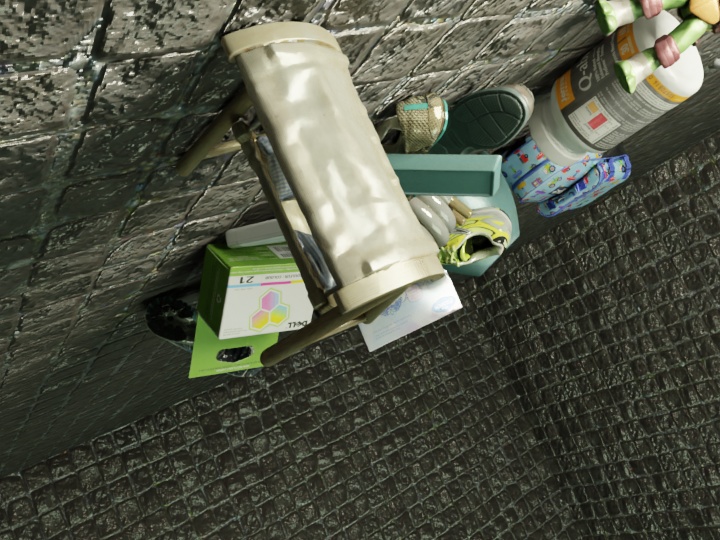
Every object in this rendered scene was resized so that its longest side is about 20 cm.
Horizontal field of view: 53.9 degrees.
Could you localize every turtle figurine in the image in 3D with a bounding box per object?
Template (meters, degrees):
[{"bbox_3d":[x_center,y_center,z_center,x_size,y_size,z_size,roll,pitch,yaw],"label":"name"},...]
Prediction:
[{"bbox_3d":[0.344,-0.257,0.694,0.190,0.203,0.144,-23,139,16],"label":"turtle figurine"}]

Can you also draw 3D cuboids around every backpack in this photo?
[{"bbox_3d":[0.334,-0.176,1.197,0.197,0.137,0.182,-14,166,-43],"label":"backpack"}]

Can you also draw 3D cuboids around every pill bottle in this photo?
[{"bbox_3d":[0.313,-0.222,0.891,0.115,0.118,0.199,-18,169,-39],"label":"pill bottle"}]

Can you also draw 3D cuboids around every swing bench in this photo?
[{"bbox_3d":[-0.037,-0.055,0.563,0.128,0.203,0.200,-20,171,-30],"label":"swing bench"}]

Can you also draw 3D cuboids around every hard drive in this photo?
[{"bbox_3d":[-0.054,-0.058,0.883,0.197,0.027,0.131,-9,-179,37],"label":"hard drive"}]

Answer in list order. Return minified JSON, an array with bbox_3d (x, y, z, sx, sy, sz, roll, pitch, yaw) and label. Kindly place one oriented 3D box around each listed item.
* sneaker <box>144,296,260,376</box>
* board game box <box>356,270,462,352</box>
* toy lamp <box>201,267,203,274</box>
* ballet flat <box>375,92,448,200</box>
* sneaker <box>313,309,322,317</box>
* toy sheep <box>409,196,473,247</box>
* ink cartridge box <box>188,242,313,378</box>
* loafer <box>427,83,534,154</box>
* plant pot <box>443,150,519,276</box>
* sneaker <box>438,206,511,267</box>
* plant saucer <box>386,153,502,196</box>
[{"bbox_3d":[-0.240,0.099,1.100,0.079,0.198,0.086,-63,-164,-15],"label":"sneaker"},{"bbox_3d":[0.062,0.018,1.325,0.196,0.203,0.043,-23,176,-8],"label":"board game box"},{"bbox_3d":[-0.215,0.031,1.073,0.057,0.059,0.200,-22,171,-20],"label":"toy lamp"},{"bbox_3d":[0.044,-0.140,0.816,0.073,0.070,0.200,-2,162,-7],"label":"ballet flat"},{"bbox_3d":[0.007,0.036,1.239,0.198,0.092,0.075,-33,-158,-24],"label":"sneaker"},{"bbox_3d":[0.076,-0.079,0.980,0.202,0.137,0.138,-54,177,-11],"label":"toy sheep"},{"bbox_3d":[-0.145,0.068,0.969,0.145,0.075,0.204,-5,117,-38],"label":"ink cartridge box"},{"bbox_3d":[0.143,-0.180,0.863,0.063,0.072,0.199,-43,-171,-30],"label":"loafer"},{"bbox_3d":[0.180,-0.072,1.155,0.200,0.135,0.200,-44,172,-8],"label":"plant pot"},{"bbox_3d":[0.124,-0.042,1.042,0.196,0.077,0.077,-15,-153,17],"label":"sneaker"},{"bbox_3d":[0.058,-0.106,0.794,0.195,0.019,0.070,3,157,10],"label":"plant saucer"}]
